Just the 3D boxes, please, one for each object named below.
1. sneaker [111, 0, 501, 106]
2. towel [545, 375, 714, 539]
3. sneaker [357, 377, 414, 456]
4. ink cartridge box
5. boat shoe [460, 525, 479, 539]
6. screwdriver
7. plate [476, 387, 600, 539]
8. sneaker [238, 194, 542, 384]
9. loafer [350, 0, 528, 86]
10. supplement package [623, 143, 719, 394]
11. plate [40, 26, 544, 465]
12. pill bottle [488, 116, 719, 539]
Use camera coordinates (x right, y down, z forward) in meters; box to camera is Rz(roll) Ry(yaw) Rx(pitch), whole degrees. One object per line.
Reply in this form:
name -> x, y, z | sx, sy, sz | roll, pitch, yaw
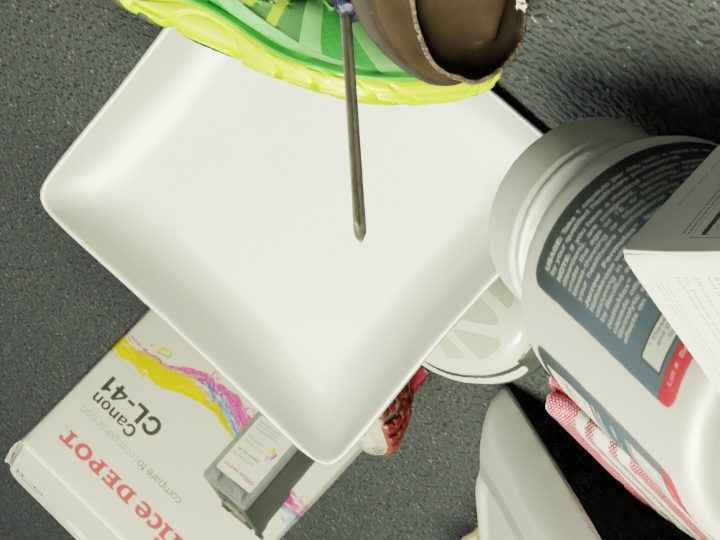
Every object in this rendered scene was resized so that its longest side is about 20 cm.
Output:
sneaker -> -0.028, -0.129, 1.086 | 0.199, 0.084, 0.074 | 23, -167, 7
towel -> 0.184, 0.122, 1.157 | 0.200, 0.030, 0.146 | 35, 176, 31
sneaker -> -0.043, 0.022, 1.358 | 0.082, 0.078, 0.200 | -34, 99, 28
ink cartridge box -> -0.082, 0.086, 1.407 | 0.148, 0.200, 0.086 | 43, 159, 1
boat shoe -> 0.076, 0.202, 1.519 | 0.068, 0.075, 0.200 | 43, 148, 7
screwdriver -> -0.001, -0.093, 1.011 | 0.028, 0.029, 0.201 | 69, -171, -52
plate -> 0.102, 0.195, 1.312 | 0.200, 0.032, 0.201 | -118, 18, -58
sneaker -> 0.000, 0.000, 1.214 | 0.115, 0.076, 0.200 | 15, -174, -44
loafer -> 0.034, -0.142, 0.959 | 0.071, 0.073, 0.201 | 29, 154, 34
supplement package -> 0.223, 0.002, 0.775 | 0.152, 0.151, 0.200 | 52, 158, -19
plate -> -0.025, -0.042, 1.161 | 0.199, 0.200, 0.032 | 42, -159, 4
pill bottle -> 0.132, 0.015, 0.968 | 0.120, 0.119, 0.200 | 60, 173, -34
